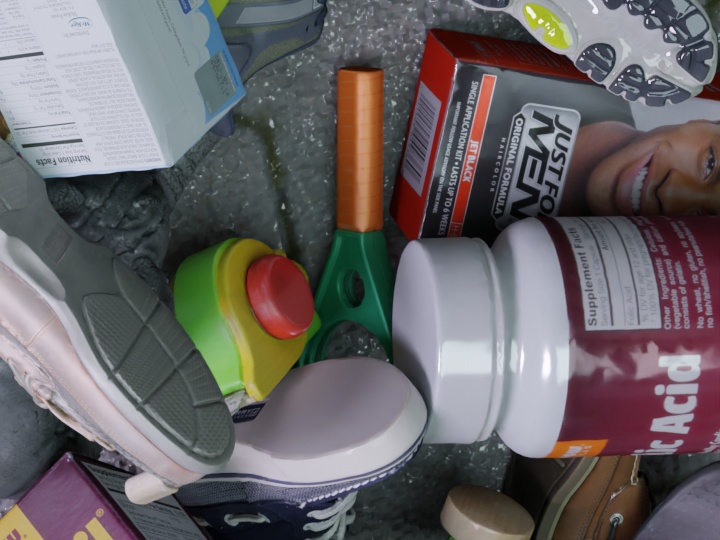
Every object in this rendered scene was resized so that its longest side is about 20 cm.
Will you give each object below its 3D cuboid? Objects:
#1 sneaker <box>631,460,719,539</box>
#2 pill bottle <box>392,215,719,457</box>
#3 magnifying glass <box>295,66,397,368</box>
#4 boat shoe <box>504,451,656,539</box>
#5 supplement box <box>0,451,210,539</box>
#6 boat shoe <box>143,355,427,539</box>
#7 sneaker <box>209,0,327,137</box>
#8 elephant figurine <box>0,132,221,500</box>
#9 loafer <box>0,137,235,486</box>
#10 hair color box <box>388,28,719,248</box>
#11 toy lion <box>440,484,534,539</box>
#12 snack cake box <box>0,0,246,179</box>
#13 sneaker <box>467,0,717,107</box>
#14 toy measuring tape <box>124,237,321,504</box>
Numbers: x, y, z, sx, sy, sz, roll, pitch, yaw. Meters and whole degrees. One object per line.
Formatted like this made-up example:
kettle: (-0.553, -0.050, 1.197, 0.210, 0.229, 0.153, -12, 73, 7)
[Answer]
sneaker: (0.172, 0.176, 1.367, 0.067, 0.108, 0.202, 30, 110, 17)
pill bottle: (0.122, 0.031, 1.236, 0.199, 0.114, 0.115, -1, 110, -11)
magnifying glass: (0.000, 0.000, 1.290, 0.022, 0.079, 0.201, -11, 105, -41)
boat shoe: (0.117, 0.114, 1.359, 0.068, 0.072, 0.200, 14, 115, -22)
supplement box: (-0.099, 0.201, 1.192, 0.131, 0.200, 0.103, -46, 156, 6)
boat shoe: (-0.021, 0.100, 1.258, 0.075, 0.200, 0.093, -49, 115, -29)
sneaker: (-0.041, -0.151, 1.218, 0.200, 0.074, 0.081, -50, 126, -1)
elephant figurine: (-0.143, 0.006, 1.205, 0.141, 0.155, 0.200, 23, 116, -44)
loafer: (-0.137, 0.018, 1.123, 0.063, 0.072, 0.200, -37, 98, 30)
hair color box: (0.124, -0.052, 1.299, 0.199, 0.061, 0.102, 7, 108, -16)
toy lion: (0.073, 0.186, 1.238, 0.200, 0.192, 0.069, 27, 113, 12)
snack cake box: (-0.161, -0.103, 1.144, 0.067, 0.199, 0.115, -48, 125, -43)
sneaker: (0.087, -0.151, 1.248, 0.200, 0.080, 0.078, 41, 108, -4)
toy measuring tape: (-0.073, 0.035, 1.225, 0.073, 0.200, 0.074, 9, 117, 19)
